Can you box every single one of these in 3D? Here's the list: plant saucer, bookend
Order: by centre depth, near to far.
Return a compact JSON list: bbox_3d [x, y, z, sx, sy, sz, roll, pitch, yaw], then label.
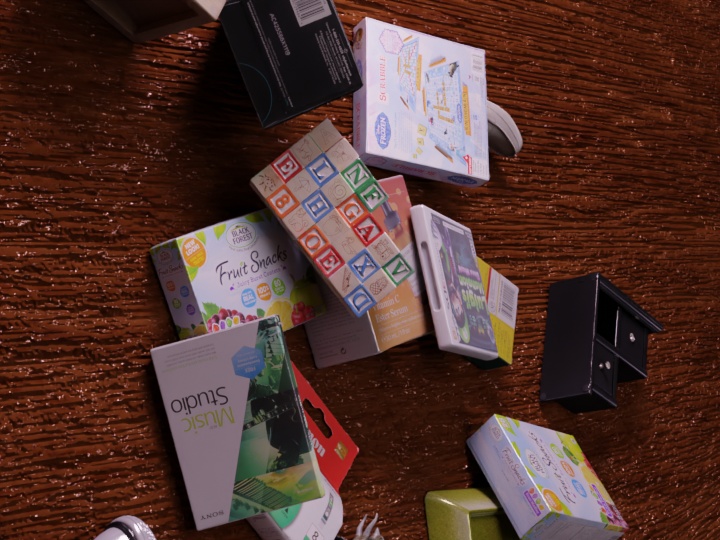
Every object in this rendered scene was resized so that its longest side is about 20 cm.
[{"bbox_3d":[0.174,0.389,1.806,0.199,0.048,0.202,7,72,-49],"label":"plant saucer"},{"bbox_3d":[0.374,0.140,2.093,0.198,0.092,0.202,35,54,-38],"label":"bookend"}]

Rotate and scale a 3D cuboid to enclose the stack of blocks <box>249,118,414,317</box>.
[{"bbox_3d":[-0.023,-0.059,1.563,0.115,0.059,0.201,-38,93,-6],"label":"stack of blocks"}]

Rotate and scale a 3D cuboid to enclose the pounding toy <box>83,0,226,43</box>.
[{"bbox_3d":[-0.224,-0.349,1.494,0.200,0.183,0.143,39,63,-35],"label":"pounding toy"}]

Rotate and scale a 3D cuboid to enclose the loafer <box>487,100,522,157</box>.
[{"bbox_3d":[0.161,-0.223,1.985,0.199,0.070,0.070,36,56,-27],"label":"loafer"}]

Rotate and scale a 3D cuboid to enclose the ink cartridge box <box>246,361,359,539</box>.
[{"bbox_3d":[-0.068,0.224,1.575,0.161,0.050,0.201,55,45,-23],"label":"ink cartridge box"}]

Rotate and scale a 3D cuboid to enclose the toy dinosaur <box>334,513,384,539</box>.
[{"bbox_3d":[-0.020,0.358,1.543,0.200,0.076,0.103,-28,103,-75],"label":"toy dinosaur"}]

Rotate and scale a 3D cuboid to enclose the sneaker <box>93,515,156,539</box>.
[{"bbox_3d":[-0.230,0.350,1.319,0.114,0.075,0.202,-20,88,-50],"label":"sneaker"}]

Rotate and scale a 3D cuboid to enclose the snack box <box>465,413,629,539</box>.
[{"bbox_3d":[0.258,0.295,1.867,0.199,0.068,0.169,18,33,-45],"label":"snack box"}]

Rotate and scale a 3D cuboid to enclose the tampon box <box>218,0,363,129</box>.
[{"bbox_3d":[-0.080,-0.261,1.587,0.200,0.125,0.151,-101,169,-81],"label":"tampon box"}]

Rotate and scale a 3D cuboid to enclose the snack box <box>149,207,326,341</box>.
[{"bbox_3d":[-0.137,0.013,1.557,0.199,0.053,0.144,-23,94,-51],"label":"snack box"}]

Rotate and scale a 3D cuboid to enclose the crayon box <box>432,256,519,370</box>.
[{"bbox_3d":[0.139,0.039,1.879,0.200,0.050,0.128,36,52,-38],"label":"crayon box"}]

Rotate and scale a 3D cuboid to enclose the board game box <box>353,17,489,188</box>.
[{"bbox_3d":[0.083,-0.228,1.864,0.198,0.041,0.202,11,69,-28],"label":"board game box"}]

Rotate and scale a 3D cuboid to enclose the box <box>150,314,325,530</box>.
[{"bbox_3d":[-0.131,0.162,1.449,0.036,0.143,0.202,-15,89,-84],"label":"box"}]

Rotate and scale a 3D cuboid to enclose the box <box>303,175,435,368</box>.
[{"bbox_3d":[0.000,0.000,1.683,0.152,0.106,0.202,-19,92,-51],"label":"box"}]

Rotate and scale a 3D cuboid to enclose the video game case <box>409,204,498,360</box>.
[{"bbox_3d":[0.124,0.019,1.755,0.200,0.023,0.184,19,57,-67],"label":"video game case"}]
